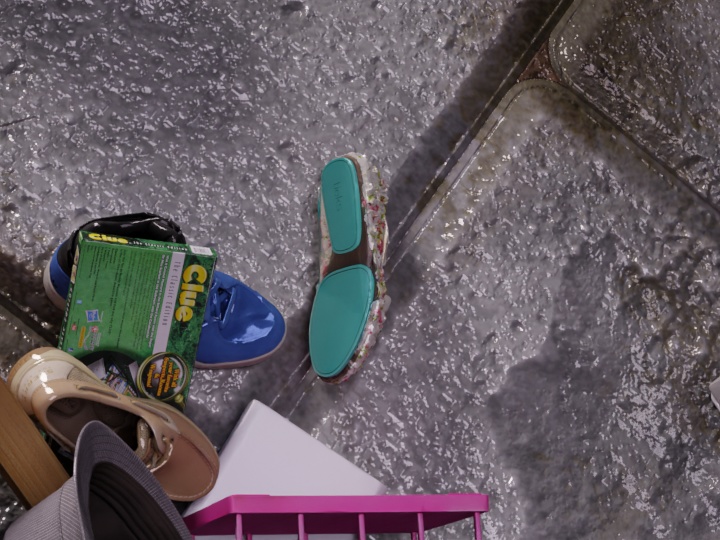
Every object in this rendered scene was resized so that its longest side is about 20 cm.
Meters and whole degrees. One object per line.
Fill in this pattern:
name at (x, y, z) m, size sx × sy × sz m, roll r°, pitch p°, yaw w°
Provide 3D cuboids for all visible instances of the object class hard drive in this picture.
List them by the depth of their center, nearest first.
hard drive at (-0.080, 0.219, 1.422) m, size 0.132 × 0.025 × 0.200 m, roll 34°, pitch 63°, yaw -7°

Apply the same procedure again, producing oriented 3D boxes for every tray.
tray at (-0.245, 0.125, 1.291) m, size 0.037 × 0.099 × 0.200 m, roll -36°, pitch 125°, yaw -15°

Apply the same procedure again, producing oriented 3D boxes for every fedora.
fedora at (-0.176, 0.208, 1.231) m, size 0.200 × 0.090 × 0.177 m, roll 55°, pitch 16°, yaw -39°

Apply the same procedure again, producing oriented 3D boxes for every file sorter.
file sorter at (-0.019, 0.236, 1.349) m, size 0.199 × 0.139 × 0.126 m, roll 2°, pitch 75°, yaw -21°

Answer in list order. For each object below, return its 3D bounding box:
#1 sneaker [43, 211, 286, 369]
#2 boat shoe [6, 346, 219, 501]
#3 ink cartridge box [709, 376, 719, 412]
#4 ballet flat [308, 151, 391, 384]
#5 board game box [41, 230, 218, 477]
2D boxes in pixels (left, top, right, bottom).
sneaker at (-0.141, 0.015, 1.421) m, size 0.199 × 0.111 × 0.077 m, roll 21°, pitch 65°, yaw -14°
boat shoe at (-0.173, 0.127, 1.333) m, size 0.200 × 0.065 × 0.071 m, roll 34°, pitch 95°, yaw -40°
ink cartridge box at (0.412, 0.111, 1.552) m, size 0.083 × 0.200 × 0.147 m, roll -31°, pitch 85°, yaw -31°
ballet flat at (0.000, 0.000, 1.510) m, size 0.064 × 0.075 × 0.201 m, roll 23°, pitch 66°, yaw -50°
board game box at (-0.177, 0.072, 1.371) m, size 0.104 × 0.023 × 0.201 m, roll 9°, pitch 108°, yaw -17°
